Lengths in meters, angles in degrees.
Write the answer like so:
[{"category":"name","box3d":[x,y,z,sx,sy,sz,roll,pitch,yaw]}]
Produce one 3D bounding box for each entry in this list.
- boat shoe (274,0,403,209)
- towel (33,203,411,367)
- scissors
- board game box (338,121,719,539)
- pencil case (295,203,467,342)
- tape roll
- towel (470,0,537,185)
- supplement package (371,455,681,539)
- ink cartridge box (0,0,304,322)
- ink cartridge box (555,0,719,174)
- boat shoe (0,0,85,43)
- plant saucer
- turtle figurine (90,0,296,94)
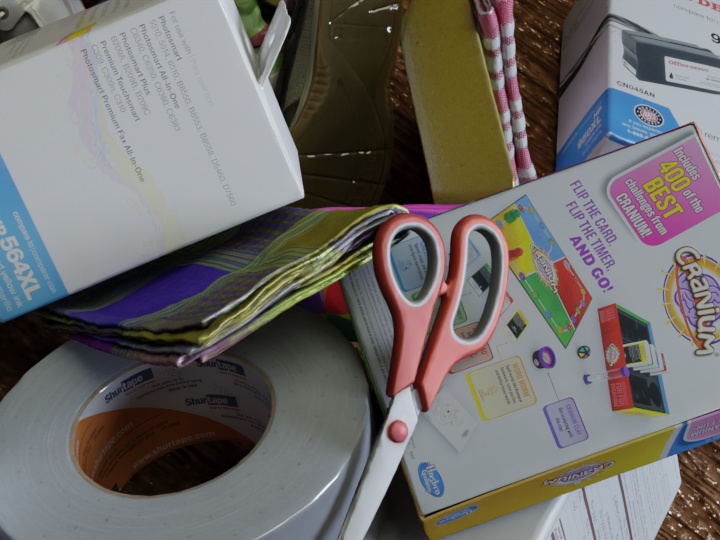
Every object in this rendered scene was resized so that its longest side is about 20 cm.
[{"category":"boat shoe","box3d":[-0.017,-0.104,1.074,0.073,0.201,0.065,10,11,-20]},{"category":"towel","box3d":[-0.075,0.000,0.879,0.143,0.200,0.023,-33,109,-25]},{"category":"scissors","box3d":[0.027,0.067,0.810,0.073,0.014,0.201,15,78,-25]},{"category":"board game box","box3d":[0.101,0.029,0.853,0.200,0.040,0.153,-19,64,1]},{"category":"pencil case","box3d":[0.000,0.000,0.977,0.199,0.089,0.088,3,40,26]},{"category":"tape roll","box3d":[-0.088,0.098,0.866,0.200,0.066,0.201,-7,37,6]},{"category":"towel","box3d":[0.093,-0.125,1.106,0.030,0.200,0.147,-11,39,3]},{"category":"supplement package","box3d":[0.082,0.129,0.930,0.117,0.118,0.200,6,38,30]},{"category":"ink cartridge box","box3d":[-0.122,-0.080,0.927,0.200,0.126,0.129,-21,16,2]},{"category":"ink cartridge box","box3d":[0.225,-0.120,1.250,0.144,0.084,0.200,19,47,-12]},{"category":"boat shoe","box3d":[-0.224,-0.162,1.075,0.069,0.071,0.200,-12,51,-33]},{"category":"plant saucer","box3d":[0.065,-0.063,1.078,0.048,0.200,0.200,-11,54,3]},{"category":"turtle figurine","box3d":[-0.086,-0.160,1.136,0.144,0.200,0.194,28,14,35]}]
